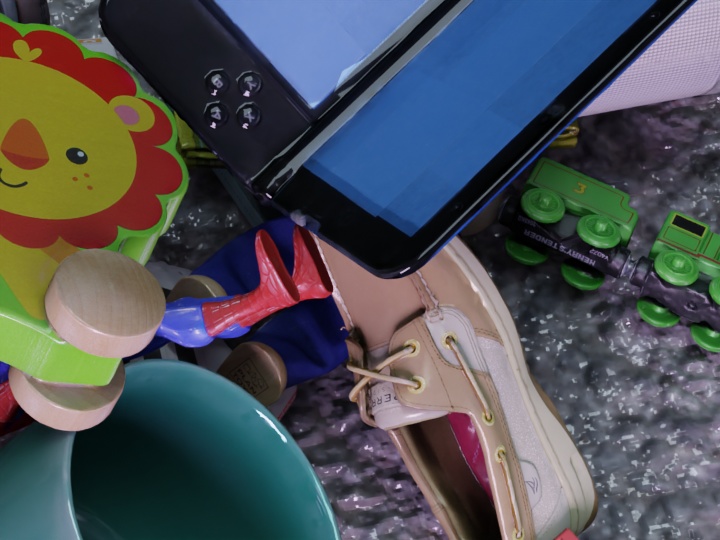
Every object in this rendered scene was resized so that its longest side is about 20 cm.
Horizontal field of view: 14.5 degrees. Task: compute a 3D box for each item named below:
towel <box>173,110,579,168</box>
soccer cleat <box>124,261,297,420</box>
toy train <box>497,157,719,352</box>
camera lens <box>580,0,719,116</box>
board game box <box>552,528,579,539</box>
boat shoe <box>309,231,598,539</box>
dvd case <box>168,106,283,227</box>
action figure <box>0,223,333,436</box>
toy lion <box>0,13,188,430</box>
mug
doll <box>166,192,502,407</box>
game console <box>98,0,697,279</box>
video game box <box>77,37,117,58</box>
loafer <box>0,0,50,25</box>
[{"bbox_3d":[0.005,-0.093,1.405,0.200,0.018,0.086,-3,58,-8],"label":"towel"},{"bbox_3d":[-0.117,0.017,1.325,0.200,0.069,0.085,41,54,16],"label":"soccer cleat"},{"bbox_3d":[0.162,0.003,1.368,0.200,0.042,0.056,25,41,7],"label":"toy train"},{"bbox_3d":[0.089,-0.151,1.349,0.200,0.160,0.160,-11,59,-15],"label":"camera lens"},{"bbox_3d":[0.121,0.217,1.220,0.103,0.019,0.200,-39,78,-23],"label":"board game box"},{"bbox_3d":[0.033,0.049,1.260,0.066,0.074,0.200,-40,100,-37],"label":"boat shoe"},{"bbox_3d":[0.003,-0.107,1.437,0.200,0.022,0.146,-26,63,-21],"label":"dvd case"},{"bbox_3d":[-0.112,0.030,1.238,0.200,0.065,0.052,-26,90,22],"label":"action figure"},{"bbox_3d":[-0.166,-0.033,1.154,0.200,0.069,0.192,7,47,-23],"label":"toy lion"},{"bbox_3d":[-0.091,0.143,1.203,0.152,0.114,0.185,-16,76,-51],"label":"mug"},{"bbox_3d":[0.000,0.000,1.332,0.136,0.048,0.200,50,47,6],"label":"doll"},{"bbox_3d":[0.017,-0.119,1.190,0.200,0.118,0.171,-44,96,-10],"label":"game console"},{"bbox_3d":[-0.205,-0.067,1.317,0.200,0.047,0.182,-5,14,-8],"label":"video game box"},{"bbox_3d":[-0.195,-0.152,1.383,0.063,0.072,0.200,-15,25,-30],"label":"loafer"}]
